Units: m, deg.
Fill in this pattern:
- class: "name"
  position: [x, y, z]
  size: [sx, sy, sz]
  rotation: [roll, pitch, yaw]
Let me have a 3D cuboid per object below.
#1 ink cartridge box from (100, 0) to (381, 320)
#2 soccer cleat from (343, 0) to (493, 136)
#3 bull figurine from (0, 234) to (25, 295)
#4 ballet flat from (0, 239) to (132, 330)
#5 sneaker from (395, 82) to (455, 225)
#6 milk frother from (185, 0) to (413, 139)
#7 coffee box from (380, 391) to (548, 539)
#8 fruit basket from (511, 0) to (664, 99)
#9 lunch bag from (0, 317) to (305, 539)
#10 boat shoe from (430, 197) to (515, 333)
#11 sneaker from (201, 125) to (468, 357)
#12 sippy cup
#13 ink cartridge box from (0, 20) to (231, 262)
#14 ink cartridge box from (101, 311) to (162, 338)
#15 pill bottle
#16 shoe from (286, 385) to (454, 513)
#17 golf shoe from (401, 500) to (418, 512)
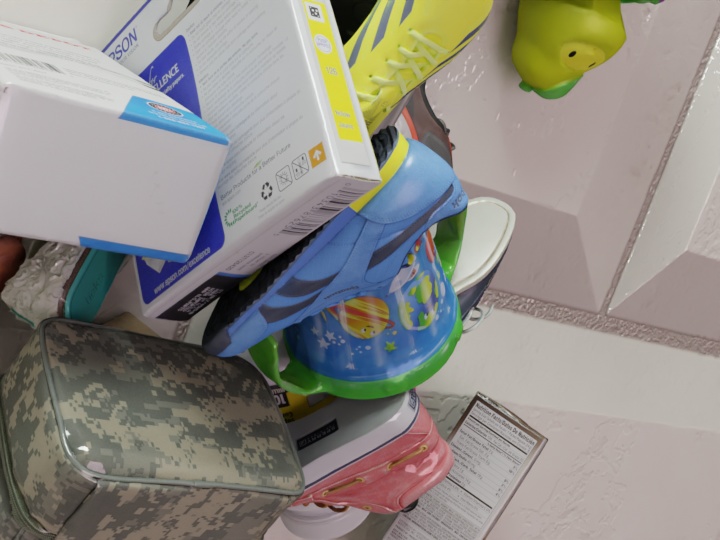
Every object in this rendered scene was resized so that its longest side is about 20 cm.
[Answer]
- class: "ink cartridge box"
  position: [-0.087, -0.098, 0.764]
  size: [0.047, 0.201, 0.197]
  rotation: [8, 150, -42]
- class: "soccer cleat"
  position: [0.012, -0.117, 0.742]
  size: [0.065, 0.200, 0.084]
  rotation: [34, 43, -21]
- class: "bull figurine"
  position: [-0.298, 0.039, 0.793]
  size: [0.201, 0.065, 0.121]
  rotation: [-58, 162, -12]
- class: "ballet flat"
  position: [-0.182, -0.037, 0.848]
  size: [0.200, 0.071, 0.072]
  rotation: [-60, 140, -40]
- class: "sneaker"
  position: [0.057, -0.081, 1.023]
  size: [0.082, 0.077, 0.201]
  rotation: [-42, 134, -29]
- class: "milk frother"
  position: [-0.012, -0.200, 0.882]
  size: [0.200, 0.180, 0.188]
  rotation: [-52, 177, -44]
- class: "coffee box"
  position: [0.093, 0.220, 1.153]
  size: [0.201, 0.080, 0.113]
  rotation: [-57, 167, -2]
- class: "fruit basket"
  position: [0.201, -0.246, 1.021]
  size: [0.215, 0.155, 0.217]
  rotation: [-3, 94, -40]
- class: "lunch bag"
  position: [-0.165, 0.139, 0.806]
  size: [0.199, 0.140, 0.168]
  rotation: [14, 125, -42]
- class: "boat shoe"
  position: [0.059, 0.028, 0.967]
  size: [0.200, 0.075, 0.062]
  rotation: [-54, 147, -22]
- class: "sneaker"
  position: [-0.017, 0.001, 0.765]
  size: [0.078, 0.066, 0.200]
  rotation: [38, 112, -24]
- class: "sippy cup"
  position: [0.000, 0.000, 0.869]
  size: [0.131, 0.139, 0.179]
  rotation: [77, 19, -45]
- class: "ink cartridge box"
  position: [-0.195, -0.088, 0.736]
  size: [0.145, 0.200, 0.085]
  rotation: [10, 107, -40]
- class: "ink cartridge box"
  position: [-0.220, 0.150, 0.909]
  size: [0.199, 0.075, 0.166]
  rotation: [-28, 124, -25]
- class: "pill bottle"
  position: [-0.050, 0.123, 1.004]
  size: [0.112, 0.112, 0.201]
  rotation: [-31, 126, -23]
- class: "shoe"
  position: [-0.030, 0.158, 0.920]
  size: [0.199, 0.072, 0.091]
  rotation: [-27, 126, 12]
- class: "golf shoe"
  position: [0.026, 0.119, 1.077]
  size: [0.072, 0.092, 0.201]
  rotation: [-19, 119, -29]
